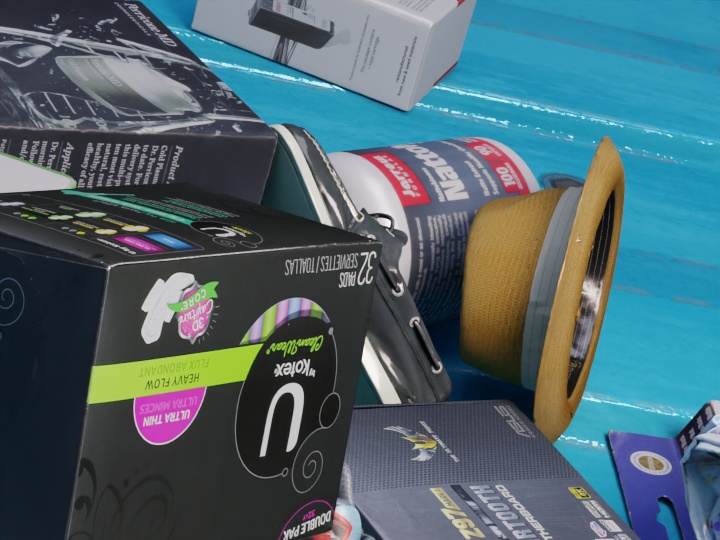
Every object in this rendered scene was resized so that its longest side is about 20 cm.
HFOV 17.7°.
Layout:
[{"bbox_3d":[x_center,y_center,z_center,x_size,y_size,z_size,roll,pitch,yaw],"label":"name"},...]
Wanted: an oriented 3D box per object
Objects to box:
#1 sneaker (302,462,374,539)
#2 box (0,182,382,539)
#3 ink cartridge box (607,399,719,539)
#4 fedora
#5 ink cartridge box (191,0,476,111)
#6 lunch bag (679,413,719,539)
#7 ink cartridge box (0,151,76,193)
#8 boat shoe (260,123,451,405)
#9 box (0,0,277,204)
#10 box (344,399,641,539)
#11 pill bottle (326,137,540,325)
[{"bbox_3d":[-0.034,0.155,1.120,0.079,0.096,0.200,12,25,-9],"label":"sneaker"},{"bbox_3d":[-0.104,0.046,1.033,0.124,0.149,0.200,17,13,32],"label":"box"},{"bbox_3d":[0.259,0.149,1.374,0.200,0.041,0.200,12,26,-9],"label":"ink cartridge box"},{"bbox_3d":[0.105,0.008,1.410,0.082,0.201,0.201,12,24,12],"label":"fedora"},{"bbox_3d":[-0.020,-0.220,1.908,0.200,0.084,0.144,23,27,11],"label":"ink cartridge box"},{"bbox_3d":[0.287,0.142,1.236,0.169,0.127,0.200,-12,55,-31],"label":"lunch bag"},{"bbox_3d":[-0.235,0.032,1.129,0.145,0.200,0.084,19,28,6],"label":"ink cartridge box"},{"bbox_3d":[0.001,0.000,1.353,0.066,0.200,0.074,-26,4,-26],"label":"boat shoe"},{"bbox_3d":[-0.188,-0.073,1.352,0.196,0.124,0.200,2,28,-35],"label":"box"},{"bbox_3d":[0.061,0.143,1.254,0.157,0.051,0.200,-1,30,-31],"label":"box"},{"bbox_3d":[0.013,-0.020,1.478,0.200,0.120,0.120,-9,35,-43],"label":"pill bottle"}]
